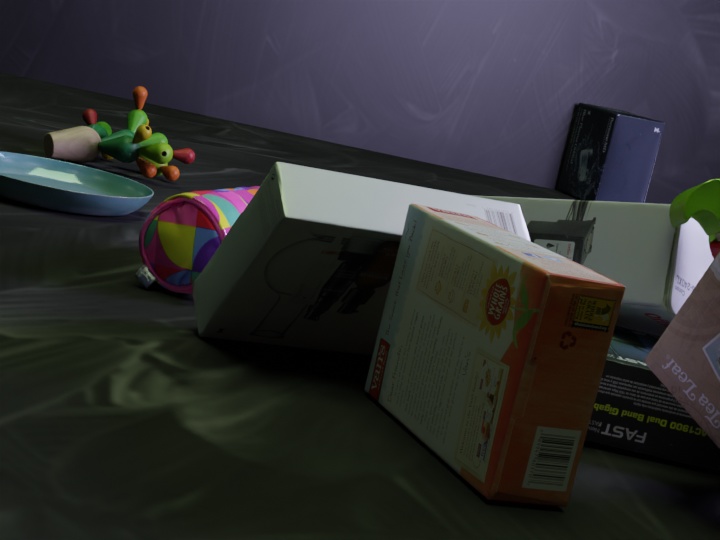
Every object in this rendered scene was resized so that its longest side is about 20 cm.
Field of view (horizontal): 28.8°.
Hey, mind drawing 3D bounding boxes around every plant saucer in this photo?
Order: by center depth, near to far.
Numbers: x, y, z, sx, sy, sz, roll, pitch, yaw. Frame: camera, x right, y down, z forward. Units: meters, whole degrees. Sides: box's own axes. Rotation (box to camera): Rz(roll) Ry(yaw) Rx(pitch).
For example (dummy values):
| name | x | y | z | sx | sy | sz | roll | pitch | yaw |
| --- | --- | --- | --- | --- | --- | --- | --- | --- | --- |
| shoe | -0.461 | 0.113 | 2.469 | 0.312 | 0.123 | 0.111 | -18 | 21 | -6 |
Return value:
| name | x | y | z | sx | sy | sz | roll | pitch | yaw |
| --- | --- | --- | --- | --- | --- | --- | --- | --- | --- |
| plant saucer | -0.314 | -0.088 | 1.445 | 0.200 | 0.027 | 0.200 | 13 | 10 | -2 |

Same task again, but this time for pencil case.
| name | x | y | z | sx | sy | sz | roll | pitch | yaw |
| --- | --- | --- | --- | --- | --- | --- | --- | --- | --- |
| pencil case | -0.117 | -0.026 | 1.197 | 0.088 | 0.088 | 0.200 | 16 | 12 | 14 |

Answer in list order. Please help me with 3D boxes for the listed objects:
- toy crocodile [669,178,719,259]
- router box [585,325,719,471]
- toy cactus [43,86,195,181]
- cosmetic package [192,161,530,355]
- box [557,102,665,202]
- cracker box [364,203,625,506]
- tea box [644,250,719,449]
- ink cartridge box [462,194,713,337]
| name | x | y | z | sx | sy | sz | roll | pitch | yaw |
| --- | --- | --- | --- | --- | --- | --- | --- | --- | --- |
| toy crocodile | 0.295 | 0.017 | 1.010 | 0.062 | 0.200 | 0.068 | -38 | 15 | -17 |
| router box | 0.210 | 0.087 | 1.022 | 0.200 | 0.062 | 0.150 | 13 | 10 | -5 |
| toy cactus | -0.312 | -0.166 | 1.757 | 0.165 | 0.102 | 0.200 | -6 | 28 | -36 |
| cosmetic package | 0.000 | 0.000 | 1.010 | 0.200 | 0.151 | 0.052 | 8 | 54 | -28 |
| box | 0.524 | -0.238 | 2.949 | 0.117 | 0.197 | 0.200 | 9 | 10 | -18 |
| cracker box | 0.075 | 0.045 | 0.868 | 0.058 | 0.134 | 0.200 | 9 | 11 | -23 |
| tea box | 0.322 | 0.076 | 0.850 | 0.197 | 0.134 | 0.200 | 4 | 36 | -38 |
| ink cartridge box | 0.190 | 0.002 | 1.116 | 0.200 | 0.083 | 0.145 | 5 | -12 | 38 |
